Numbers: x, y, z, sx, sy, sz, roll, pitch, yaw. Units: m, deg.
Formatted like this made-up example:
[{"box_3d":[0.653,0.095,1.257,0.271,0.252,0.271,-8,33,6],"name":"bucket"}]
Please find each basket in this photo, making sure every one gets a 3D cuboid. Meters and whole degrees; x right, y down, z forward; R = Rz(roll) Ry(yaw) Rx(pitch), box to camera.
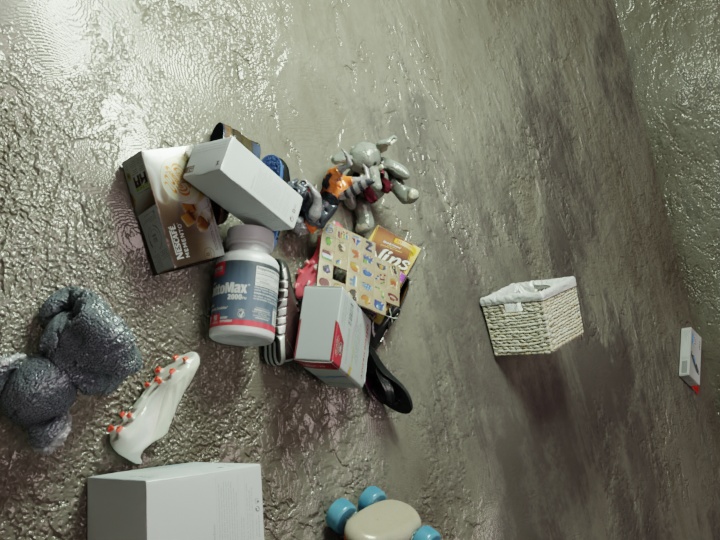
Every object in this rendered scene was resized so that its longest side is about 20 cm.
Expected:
[{"box_3d":[0.455,0.119,1.906,0.198,0.196,0.164,-18,97,-46],"name":"basket"}]

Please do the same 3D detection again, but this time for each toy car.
[{"box_3d":[0.031,0.569,1.420,0.175,0.183,0.204,-6,113,-46],"name":"toy car"}]

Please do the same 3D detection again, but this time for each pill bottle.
[{"box_3d":[-0.208,0.028,1.316,0.118,0.118,0.205,17,68,-41],"name":"pill bottle"}]

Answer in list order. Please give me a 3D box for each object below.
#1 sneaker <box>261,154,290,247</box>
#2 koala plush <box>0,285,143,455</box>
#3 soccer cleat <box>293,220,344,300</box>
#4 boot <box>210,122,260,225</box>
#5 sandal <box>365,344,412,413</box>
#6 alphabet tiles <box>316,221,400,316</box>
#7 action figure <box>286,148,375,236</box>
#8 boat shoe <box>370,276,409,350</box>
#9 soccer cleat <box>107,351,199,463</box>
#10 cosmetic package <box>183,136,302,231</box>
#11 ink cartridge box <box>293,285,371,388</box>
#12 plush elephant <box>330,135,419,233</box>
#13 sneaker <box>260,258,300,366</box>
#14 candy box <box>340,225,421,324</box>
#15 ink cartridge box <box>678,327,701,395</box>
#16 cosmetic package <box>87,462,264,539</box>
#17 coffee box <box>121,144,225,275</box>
[{"box_3d":[-0.173,-0.121,1.425,0.078,0.069,0.205,21,78,-74],"name":"sneaker"},{"box_3d":[-0.432,0.143,1.042,0.200,0.182,0.179,-42,109,-29],"name":"koala plush"},{"box_3d":[-0.075,-0.013,1.501,0.077,0.066,0.203,46,49,-32],"name":"soccer cleat"},{"box_3d":[-0.234,-0.175,1.372,0.096,0.074,0.205,14,68,-39],"name":"boot"},{"box_3d":[0.035,0.238,1.542,0.201,0.075,0.048,51,43,-11],"name":"sandal"},{"box_3d":[0.000,0.000,1.489,0.197,0.008,0.170,23,50,-25],"name":"alphabet tiles"},{"box_3d":[-0.073,-0.144,1.427,0.105,0.194,0.200,46,11,9],"name":"action figure"},{"box_3d":[0.052,0.091,1.599,0.072,0.067,0.202,46,53,-28],"name":"boat shoe"},{"box_3d":[-0.328,0.221,1.190,0.201,0.069,0.078,-52,121,-31],"name":"soccer cleat"},{"box_3d":[-0.203,-0.146,1.278,0.200,0.100,0.075,42,55,-46],"name":"cosmetic package"},{"box_3d":[-0.050,0.135,1.416,0.200,0.081,0.149,54,40,-62],"name":"ink cartridge box"},{"box_3d":[0.022,-0.211,1.570,0.155,0.162,0.203,52,13,-78],"name":"plush elephant"},{"box_3d":[-0.139,0.082,1.415,0.114,0.075,0.205,6,84,-50],"name":"sneaker"},{"box_3d":[0.040,0.006,1.577,0.115,0.057,0.201,28,52,6],"name":"candy box"},{"box_3d":[1.286,0.349,2.783,0.175,0.044,0.203,36,57,-32],"name":"ink cartridge box"},{"box_3d":[-0.283,0.364,1.100,0.197,0.197,0.126,4,77,-44],"name":"cosmetic package"},{"box_3d":[-0.325,-0.105,1.259,0.113,0.079,0.204,-16,91,-46],"name":"coffee box"}]
